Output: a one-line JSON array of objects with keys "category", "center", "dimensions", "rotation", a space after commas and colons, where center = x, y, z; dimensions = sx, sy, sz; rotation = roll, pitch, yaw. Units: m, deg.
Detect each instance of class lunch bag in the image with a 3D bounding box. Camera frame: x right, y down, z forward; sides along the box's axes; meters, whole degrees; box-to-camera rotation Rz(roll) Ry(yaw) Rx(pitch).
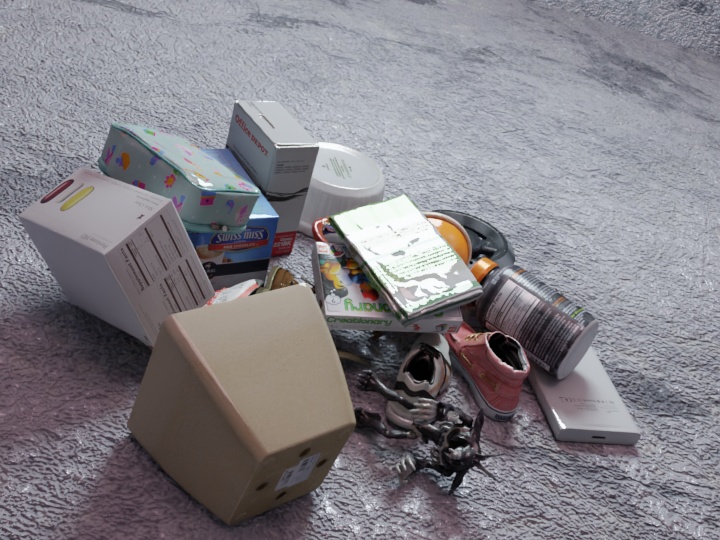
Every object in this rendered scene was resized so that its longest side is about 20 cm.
[{"category": "lunch bag", "center": [-0.235, -0.117, 1.307], "dimensions": [0.199, 0.078, 0.160], "rotation": [35, 15, 26]}]

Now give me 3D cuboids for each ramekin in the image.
[{"category": "ramekin", "center": [-0.050, -0.141, 1.691], "dimensions": [0.199, 0.095, 0.203], "rotation": [12, 32, -8]}]

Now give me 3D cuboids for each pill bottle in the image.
[{"category": "pill bottle", "center": [0.244, 0.062, 1.463], "dimensions": [0.199, 0.107, 0.106], "rotation": [36, 36, 24]}]

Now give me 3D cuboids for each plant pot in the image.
[{"category": "plant pot", "center": [-0.121, 0.162, 1.120], "dimensions": [0.198, 0.201, 0.178], "rotation": [-12, 53, -39]}]

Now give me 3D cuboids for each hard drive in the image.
[{"category": "hard drive", "center": [0.315, 0.173, 1.458], "dimensions": [0.130, 0.027, 0.201], "rotation": [7, 34, -17]}]

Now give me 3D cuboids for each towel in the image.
[{"category": "towel", "center": [0.061, -0.017, 1.375], "dimensions": [0.148, 0.031, 0.201], "rotation": [-16, 55, -33]}]

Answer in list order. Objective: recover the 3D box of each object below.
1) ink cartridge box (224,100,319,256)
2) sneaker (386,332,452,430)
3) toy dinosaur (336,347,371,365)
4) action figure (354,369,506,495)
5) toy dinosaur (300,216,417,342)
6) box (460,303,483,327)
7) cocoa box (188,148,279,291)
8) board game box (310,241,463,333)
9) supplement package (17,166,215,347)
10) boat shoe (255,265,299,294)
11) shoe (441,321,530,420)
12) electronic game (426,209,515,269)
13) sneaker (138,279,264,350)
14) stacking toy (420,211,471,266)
[{"category": "ink cartridge box", "center": [-0.151, -0.145, 1.545], "dimensions": [0.083, 0.202, 0.144], "rotation": [-8, 40, -34]}, {"category": "sneaker", "center": [0.092, 0.134, 1.360], "dimensions": [0.073, 0.081, 0.201], "rotation": [18, 30, 6]}, {"category": "toy dinosaur", "center": [-0.075, 0.118, 1.336], "dimensions": [0.197, 0.048, 0.088], "rotation": [15, 25, -10]}, {"category": "action figure", "center": [0.075, 0.204, 1.217], "dimensions": [0.198, 0.121, 0.102], "rotation": [23, 13, 26]}, {"category": "toy dinosaur", "center": [0.000, 0.000, 1.438], "dimensions": [0.105, 0.183, 0.199], "rotation": [-42, 18, -33]}, {"category": "box", "center": [0.244, 0.066, 1.573], "dimensions": [0.197, 0.042, 0.039], "rotation": [3, 35, -21]}, {"category": "cocoa box", "center": [-0.227, -0.077, 1.469], "dimensions": [0.132, 0.133, 0.200], "rotation": [-6, 39, -32]}, {"category": "board game box", "center": [0.035, 0.024, 1.368], "dimensions": [0.197, 0.035, 0.128], "rotation": [3, 51, -17]}, {"category": "supplement package", "center": [-0.307, -0.020, 1.246], "dimensions": [0.198, 0.157, 0.111], "rotation": [19, 52, 39]}, {"category": "boat shoe", "center": [-0.107, 0.048, 1.374], "dimensions": [0.067, 0.073, 0.200], "rotation": [13, 17, 0]}, {"category": "shoe", "center": [0.178, 0.114, 1.418], "dimensions": [0.070, 0.092, 0.201], "rotation": [1, 36, -25]}, {"category": "electronic game", "center": [0.171, -0.045, 1.704], "dimensions": [0.197, 0.042, 0.201], "rotation": [11, 33, -7]}, {"category": "sneaker", "center": [-0.217, 0.051, 1.337], "dimensions": [0.107, 0.068, 0.202], "rotation": [26, 39, 11]}, {"category": "stacking toy", "center": [0.100, 0.021, 1.481], "dimensions": [0.144, 0.147, 0.201], "rotation": [13, 37, -8]}]
